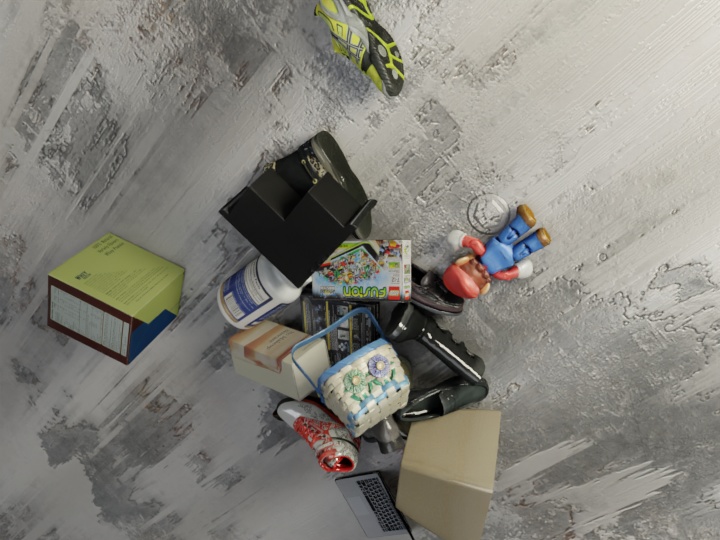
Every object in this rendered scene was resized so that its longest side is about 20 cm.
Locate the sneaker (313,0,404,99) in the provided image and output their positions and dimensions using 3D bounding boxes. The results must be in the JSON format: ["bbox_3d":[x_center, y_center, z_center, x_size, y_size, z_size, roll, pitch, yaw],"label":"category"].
[{"bbox_3d":[0.001,-0.362,1.056,0.076,0.075,0.202,-28,95,38],"label":"sneaker"}]

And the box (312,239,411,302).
[{"bbox_3d":[0.000,0.000,1.214,0.196,0.034,0.113,0,91,31],"label":"box"}]

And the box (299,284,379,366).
[{"bbox_3d":[-0.039,0.136,1.346,0.157,0.049,0.204,6,119,15],"label":"box"}]

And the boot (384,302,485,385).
[{"bbox_3d":[0.141,0.144,1.214,0.200,0.165,0.066,43,110,-3],"label":"boot"}]

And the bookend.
[{"bbox_3d":[-0.111,-0.108,1.133,0.200,0.092,0.199,43,132,-5],"label":"bookend"}]

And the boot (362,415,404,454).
[{"bbox_3d":[0.031,0.281,1.336,0.069,0.200,0.134,-20,93,-17],"label":"boot"}]

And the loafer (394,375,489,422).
[{"bbox_3d":[0.160,0.256,1.286,0.196,0.071,0.070,-11,113,-6],"label":"loafer"}]

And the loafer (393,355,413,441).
[{"bbox_3d":[0.080,0.276,1.362,0.074,0.070,0.204,-4,115,22],"label":"loafer"}]

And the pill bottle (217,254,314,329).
[{"bbox_3d":[-0.184,0.027,1.304,0.198,0.111,0.112,-31,104,31],"label":"pill bottle"}]

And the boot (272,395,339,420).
[{"bbox_3d":[-0.098,0.331,1.457,0.196,0.075,0.099,-14,109,24],"label":"boot"}]

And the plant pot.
[{"bbox_3d":[0.169,0.395,1.300,0.173,0.201,0.203,12,125,10],"label":"plant pot"}]

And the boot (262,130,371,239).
[{"bbox_3d":[-0.078,-0.136,1.205,0.151,0.074,0.206,-17,110,32],"label":"boot"}]

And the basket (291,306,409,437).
[{"bbox_3d":[-0.008,0.177,1.197,0.200,0.174,0.140,48,159,30],"label":"basket"}]

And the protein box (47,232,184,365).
[{"bbox_3d":[-0.513,0.055,1.390,0.197,0.199,0.137,24,123,6],"label":"protein box"}]

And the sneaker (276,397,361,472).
[{"bbox_3d":[-0.089,0.344,1.367,0.198,0.109,0.068,28,119,-10],"label":"sneaker"}]

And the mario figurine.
[{"bbox_3d":[0.228,-0.031,1.155,0.199,0.105,0.125,-36,65,22],"label":"mario figurine"}]

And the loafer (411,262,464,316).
[{"bbox_3d":[0.105,0.019,1.218,0.197,0.072,0.064,25,119,10],"label":"loafer"}]

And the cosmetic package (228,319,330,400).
[{"bbox_3d":[-0.166,0.177,1.346,0.197,0.103,0.089,13,123,38],"label":"cosmetic package"}]

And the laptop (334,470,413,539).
[{"bbox_3d":[0.044,0.574,1.510,0.197,0.116,0.190,-18,109,28],"label":"laptop"}]
